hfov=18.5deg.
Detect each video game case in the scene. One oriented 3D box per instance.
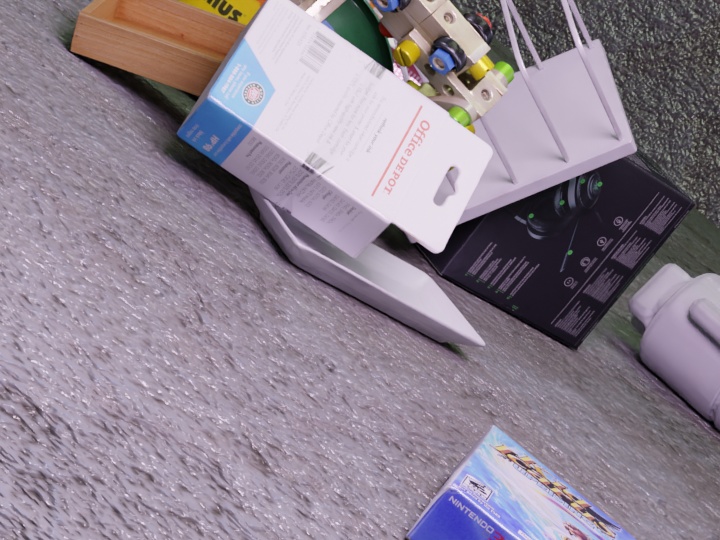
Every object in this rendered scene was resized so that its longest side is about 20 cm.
[{"bbox_3d":[0.131,0.181,1.287,0.200,0.045,0.181,39,11,5],"label":"video game case"}]

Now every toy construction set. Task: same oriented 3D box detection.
[{"bbox_3d":[0.030,-0.167,1.656,0.200,0.092,0.131,35,-28,-13],"label":"toy construction set"}]

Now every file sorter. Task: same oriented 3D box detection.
[{"bbox_3d":[0.099,-0.143,1.802,0.139,0.200,0.125,-100,163,-48],"label":"file sorter"}]

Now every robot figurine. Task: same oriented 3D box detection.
[{"bbox_3d":[0.349,0.082,2.131,0.200,0.113,0.170,43,-6,23],"label":"robot figurine"}]

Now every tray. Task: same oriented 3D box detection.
[{"bbox_3d":[-0.113,-0.164,1.708,0.200,0.037,0.099,21,25,4],"label":"tray"},{"bbox_3d":[0.000,0.000,1.643,0.200,0.022,0.107,29,16,-37],"label":"tray"}]

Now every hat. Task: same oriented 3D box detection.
[{"bbox_3d":[-0.084,-0.183,2.070,0.166,0.176,0.200,14,-44,35],"label":"hat"}]

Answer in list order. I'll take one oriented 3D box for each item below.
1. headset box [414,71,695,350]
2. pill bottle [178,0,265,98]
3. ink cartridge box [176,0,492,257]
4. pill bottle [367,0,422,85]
[{"bbox_3d":[0.159,-0.052,1.940,0.200,0.174,0.093,27,17,-38],"label":"headset box"},{"bbox_3d":[-0.085,-0.238,1.856,0.109,0.200,0.109,36,12,-9],"label":"pill bottle"},{"bbox_3d":[-0.017,-0.093,1.597,0.200,0.067,0.116,35,55,-9],"label":"ink cartridge box"},{"bbox_3d":[0.047,-0.180,2.235,0.200,0.114,0.114,38,12,-1],"label":"pill bottle"}]
